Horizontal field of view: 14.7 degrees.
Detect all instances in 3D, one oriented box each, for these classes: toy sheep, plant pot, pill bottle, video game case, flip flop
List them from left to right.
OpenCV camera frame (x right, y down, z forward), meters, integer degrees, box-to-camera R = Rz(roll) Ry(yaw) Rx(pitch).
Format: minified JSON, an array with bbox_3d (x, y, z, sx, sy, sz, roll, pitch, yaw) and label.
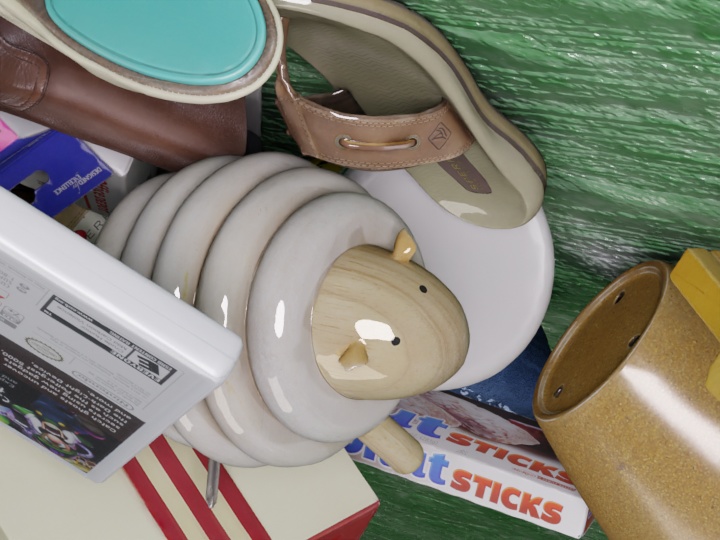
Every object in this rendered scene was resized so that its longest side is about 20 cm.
[{"bbox_3d":[-0.154,0.002,1.029,0.199,0.023,0.182,32,156,-8],"label":"video game case"},{"bbox_3d":[-0.042,0.017,1.107,0.199,0.139,0.138,4,161,37],"label":"toy sheep"},{"bbox_3d":[0.000,0.000,1.283,0.112,0.113,0.200,24,170,-19],"label":"pill bottle"},{"bbox_3d":[0.005,-0.060,1.102,0.081,0.058,0.200,12,160,39],"label":"flip flop"},{"bbox_3d":[0.184,0.090,1.288,0.200,0.187,0.186,40,165,-15],"label":"plant pot"}]

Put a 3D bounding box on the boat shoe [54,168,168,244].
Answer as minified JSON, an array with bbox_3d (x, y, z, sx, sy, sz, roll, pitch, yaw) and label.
[{"bbox_3d":[-0.125,-0.037,1.431,0.066,0.074,0.200,43,-178,-8],"label":"boat shoe"}]

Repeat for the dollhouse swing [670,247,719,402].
[{"bbox_3d":[0.246,0.017,1.080,0.199,0.182,0.176,25,-149,-23],"label":"dollhouse swing"}]

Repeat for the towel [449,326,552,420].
[{"bbox_3d":[0.009,0.015,1.446,0.199,0.049,0.112,26,-167,-13],"label":"towel"}]

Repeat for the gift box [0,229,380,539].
[{"bbox_3d":[-0.128,0.097,1.265,0.187,0.199,0.185,57,149,17],"label":"gift box"}]

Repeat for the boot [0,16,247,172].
[{"bbox_3d":[-0.117,-0.066,1.116,0.199,0.064,0.187,23,-153,-29],"label":"boot"}]

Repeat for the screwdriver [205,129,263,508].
[{"bbox_3d":[-0.060,0.021,1.216,0.028,0.201,0.029,12,146,-12],"label":"screwdriver"}]

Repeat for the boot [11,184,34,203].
[{"bbox_3d":[-0.151,0.006,1.504,0.200,0.068,0.188,54,178,35],"label":"boot"}]

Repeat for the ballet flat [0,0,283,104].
[{"bbox_3d":[-0.110,-0.113,1.044,0.199,0.070,0.069,30,172,16],"label":"ballet flat"}]

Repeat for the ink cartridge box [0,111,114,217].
[{"bbox_3d":[-0.208,-0.082,1.204,0.094,0.037,0.200,-32,114,34],"label":"ink cartridge box"}]

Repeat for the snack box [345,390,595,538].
[{"bbox_3d":[0.026,0.078,1.365,0.199,0.024,0.072,19,-158,14],"label":"snack box"}]

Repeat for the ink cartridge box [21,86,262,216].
[{"bbox_3d":[-0.149,-0.080,1.285,0.199,0.068,0.116,20,170,2],"label":"ink cartridge box"}]
